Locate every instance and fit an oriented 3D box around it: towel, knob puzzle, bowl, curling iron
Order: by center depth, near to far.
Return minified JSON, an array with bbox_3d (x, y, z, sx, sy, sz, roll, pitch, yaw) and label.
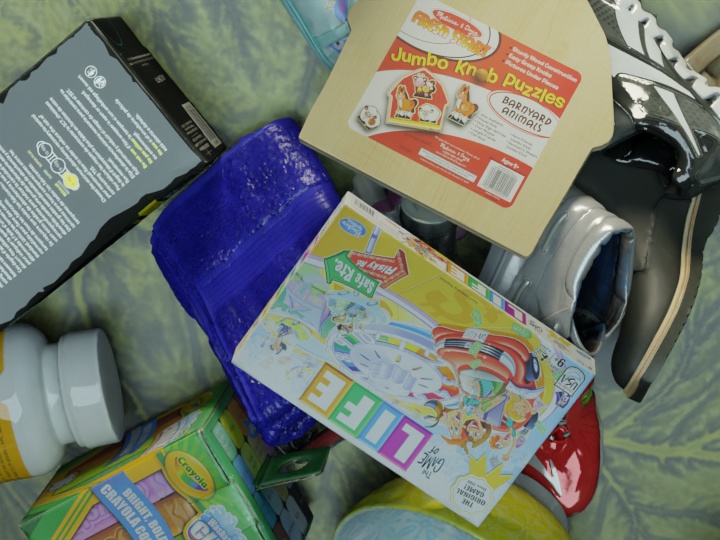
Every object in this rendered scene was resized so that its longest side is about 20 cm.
[{"bbox_3d":[0.081,-0.130,1.663,0.219,0.030,0.220,0,75,2],"label":"knob puzzle"},{"bbox_3d":[-0.061,0.005,1.704,0.148,0.050,0.200,-44,57,18],"label":"towel"},{"bbox_3d":[-0.002,0.092,1.734,0.200,0.026,0.050,-28,100,47],"label":"curling iron"},{"bbox_3d":[0.089,0.205,1.758,0.200,0.200,0.108,42,54,-5],"label":"bowl"}]

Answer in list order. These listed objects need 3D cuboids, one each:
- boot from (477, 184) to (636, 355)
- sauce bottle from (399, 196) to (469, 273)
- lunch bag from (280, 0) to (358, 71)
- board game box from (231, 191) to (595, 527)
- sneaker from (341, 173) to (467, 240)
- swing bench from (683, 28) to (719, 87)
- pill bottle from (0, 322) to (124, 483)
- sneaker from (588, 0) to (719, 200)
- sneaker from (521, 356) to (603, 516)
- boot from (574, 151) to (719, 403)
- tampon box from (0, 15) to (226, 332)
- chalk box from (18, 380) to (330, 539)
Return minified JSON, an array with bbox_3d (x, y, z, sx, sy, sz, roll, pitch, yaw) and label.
[{"bbox_3d":[0.120,0.042,1.665,0.074,0.096,0.200,4,111,-38],"label":"boot"},{"bbox_3d":[0.044,0.028,1.714,0.065,0.065,0.200,0,131,1],"label":"sauce bottle"},{"bbox_3d":[0.032,-0.235,1.714,0.200,0.077,0.160,-31,97,6],"label":"lunch bag"},{"bbox_3d":[0.035,0.060,1.620,0.200,0.034,0.134,34,106,-7],"label":"board game box"},{"bbox_3d":[0.000,0.000,1.757,0.200,0.081,0.088,-44,130,18],"label":"sneaker"},{"bbox_3d":[0.360,-0.116,1.686,0.130,0.200,0.199,-39,98,-28],"label":"swing bench"},{"bbox_3d":[-0.275,0.098,1.757,0.200,0.113,0.113,-11,99,3],"label":"pill bottle"},{"bbox_3d":[0.184,-0.125,1.702,0.090,0.066,0.200,-39,75,-22],"label":"sneaker"},{"bbox_3d":[0.135,0.084,1.759,0.077,0.085,0.200,-5,99,3],"label":"sneaker"},{"bbox_3d":[0.168,-0.016,1.717,0.138,0.077,0.200,21,58,-3],"label":"boot"},{"bbox_3d":[-0.214,-0.066,1.710,0.200,0.150,0.126,-39,94,7],"label":"tampon box"},{"bbox_3d":[-0.117,0.167,1.747,0.200,0.125,0.124,-29,98,12],"label":"chalk box"}]
